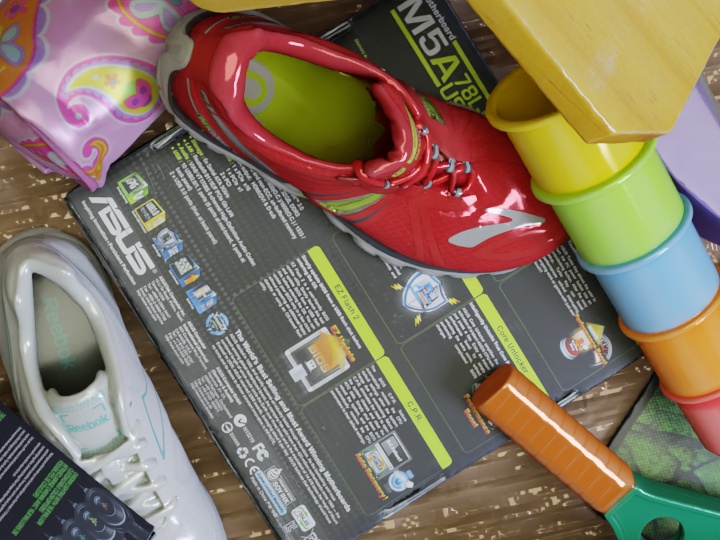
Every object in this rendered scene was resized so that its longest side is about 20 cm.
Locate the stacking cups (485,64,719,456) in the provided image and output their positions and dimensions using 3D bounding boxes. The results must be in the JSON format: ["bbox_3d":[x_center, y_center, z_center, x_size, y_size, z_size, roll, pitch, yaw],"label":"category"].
[{"bbox_3d":[0.120,-0.002,0.890,0.060,0.061,0.200,-32,120,-3],"label":"stacking cups"}]

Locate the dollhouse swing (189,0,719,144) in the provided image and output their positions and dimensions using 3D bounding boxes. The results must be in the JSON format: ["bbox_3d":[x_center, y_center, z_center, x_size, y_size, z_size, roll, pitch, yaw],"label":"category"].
[{"bbox_3d":[0.035,-0.153,0.837,0.176,0.182,0.200,58,47,-33],"label":"dollhouse swing"}]

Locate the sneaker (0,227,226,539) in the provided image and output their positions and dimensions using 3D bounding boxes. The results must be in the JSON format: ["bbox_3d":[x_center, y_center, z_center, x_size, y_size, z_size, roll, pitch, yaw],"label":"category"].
[{"bbox_3d":[-0.114,0.078,0.913,0.070,0.080,0.200,-25,95,-6],"label":"sneaker"}]

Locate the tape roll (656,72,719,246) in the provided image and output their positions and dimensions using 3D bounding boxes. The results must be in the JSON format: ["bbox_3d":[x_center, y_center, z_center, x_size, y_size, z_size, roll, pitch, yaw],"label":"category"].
[{"bbox_3d":[0.204,-0.104,0.929,0.200,0.085,0.200,0,89,-5],"label":"tape roll"}]

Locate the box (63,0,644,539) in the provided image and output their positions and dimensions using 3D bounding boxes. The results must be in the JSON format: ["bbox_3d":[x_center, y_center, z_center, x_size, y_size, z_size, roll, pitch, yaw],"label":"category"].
[{"bbox_3d":[0.000,0.000,0.938,0.193,0.048,0.200,-33,93,-6],"label":"box"}]

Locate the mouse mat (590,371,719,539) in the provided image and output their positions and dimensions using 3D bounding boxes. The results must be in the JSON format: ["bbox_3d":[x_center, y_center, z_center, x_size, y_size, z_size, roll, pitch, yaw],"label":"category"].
[{"bbox_3d":[0.225,0.093,0.978,0.200,0.008,0.161,33,89,-6],"label":"mouse mat"}]

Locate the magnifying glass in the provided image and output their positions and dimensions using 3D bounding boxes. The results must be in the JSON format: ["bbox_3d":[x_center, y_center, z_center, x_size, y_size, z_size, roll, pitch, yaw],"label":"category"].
[{"bbox_3d":[0.128,0.110,0.936,0.200,0.022,0.080,40,107,-20],"label":"magnifying glass"}]

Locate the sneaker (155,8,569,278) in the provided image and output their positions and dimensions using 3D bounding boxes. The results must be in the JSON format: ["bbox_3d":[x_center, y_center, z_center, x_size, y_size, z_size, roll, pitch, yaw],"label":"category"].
[{"bbox_3d":[0.010,-0.046,0.862,0.200,0.085,0.077,21,89,-24],"label":"sneaker"}]

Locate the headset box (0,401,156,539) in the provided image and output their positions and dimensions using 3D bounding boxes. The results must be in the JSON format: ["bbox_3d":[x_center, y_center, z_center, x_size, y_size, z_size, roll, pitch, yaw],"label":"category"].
[{"bbox_3d":[-0.209,0.127,0.869,0.200,0.093,0.174,39,113,-4],"label":"headset box"}]

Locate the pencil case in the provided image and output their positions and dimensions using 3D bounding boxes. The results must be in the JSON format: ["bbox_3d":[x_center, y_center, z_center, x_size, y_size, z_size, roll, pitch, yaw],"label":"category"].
[{"bbox_3d":[-0.086,-0.131,0.898,0.087,0.087,0.200,37,80,-5],"label":"pencil case"}]
